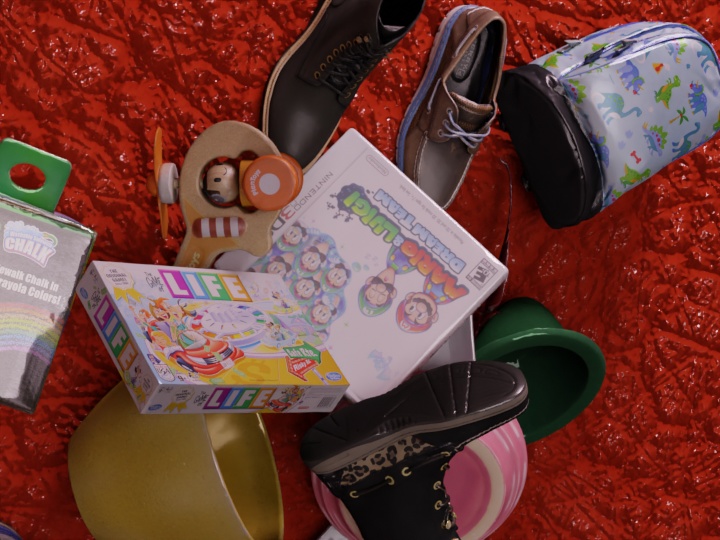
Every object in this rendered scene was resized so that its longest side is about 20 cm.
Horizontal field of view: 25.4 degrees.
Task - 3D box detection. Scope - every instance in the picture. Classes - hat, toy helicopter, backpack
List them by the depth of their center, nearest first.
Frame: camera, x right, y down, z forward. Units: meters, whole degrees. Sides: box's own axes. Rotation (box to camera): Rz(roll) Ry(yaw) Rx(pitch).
[{"bbox_3d":[-0.141,-0.036,1.382,0.131,0.079,0.202,26,97,-1],"label":"toy helicopter"},{"bbox_3d":[0.249,-0.154,1.509,0.199,0.153,0.165,-30,104,-35],"label":"backpack"},{"bbox_3d":[0.139,0.047,1.547,0.200,0.177,0.165,-40,134,24],"label":"hat"}]

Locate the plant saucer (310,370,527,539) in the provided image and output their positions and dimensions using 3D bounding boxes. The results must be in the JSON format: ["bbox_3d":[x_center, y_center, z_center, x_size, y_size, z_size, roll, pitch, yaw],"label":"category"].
[{"bbox_3d":[0.054,0.187,1.444,0.198,0.051,0.203,-1,119,-2],"label":"plant saucer"}]

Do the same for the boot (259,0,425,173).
[{"bbox_3d":[-0.017,-0.175,1.387,0.077,0.138,0.202,21,90,-23],"label":"boot"}]

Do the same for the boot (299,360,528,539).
[{"bbox_3d":[0.067,0.170,1.368,0.202,0.074,0.155,-20,121,12],"label":"boot"}]

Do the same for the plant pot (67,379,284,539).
[{"bbox_3d":[-0.165,0.166,1.364,0.141,0.200,0.202,-19,106,8],"label":"plant pot"}]

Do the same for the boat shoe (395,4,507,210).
[{"bbox_3d":[0.085,-0.146,1.468,0.072,0.072,0.202,11,94,-23],"label":"boat shoe"}]

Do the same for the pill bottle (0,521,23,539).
[{"bbox_3d":[-0.304,0.278,1.301,0.111,0.200,0.113,-3,99,-21],"label":"pill bottle"}]

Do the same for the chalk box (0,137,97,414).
[{"bbox_3d":[-0.299,-0.005,1.307,0.123,0.124,0.202,20,89,-22],"label":"chalk box"}]

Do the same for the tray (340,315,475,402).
[{"bbox_3d":[0.004,0.063,1.444,0.197,0.022,0.109,-4,90,2],"label":"tray"}]

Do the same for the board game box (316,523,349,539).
[{"bbox_3d":[0.024,0.314,1.535,0.200,0.026,0.200,-46,111,-10],"label":"board game box"}]

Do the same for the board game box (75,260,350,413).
[{"bbox_3d":[-0.118,0.056,1.296,0.199,0.135,0.034,4,131,-45],"label":"board game box"}]

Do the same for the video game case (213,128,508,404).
[{"bbox_3d":[0.000,0.000,1.423,0.200,0.024,0.182,43,79,14],"label":"video game case"}]
